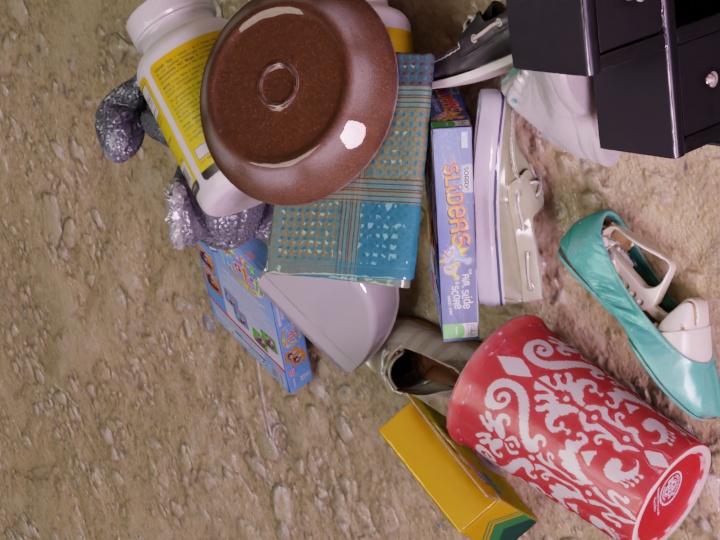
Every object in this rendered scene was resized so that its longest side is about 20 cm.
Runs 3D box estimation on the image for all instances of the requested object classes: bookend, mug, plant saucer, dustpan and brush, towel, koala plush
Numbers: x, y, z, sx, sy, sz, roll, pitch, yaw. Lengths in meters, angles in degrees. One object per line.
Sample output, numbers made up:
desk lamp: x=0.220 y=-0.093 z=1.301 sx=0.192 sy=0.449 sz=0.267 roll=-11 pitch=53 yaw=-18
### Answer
bookend: x=0.198 y=-0.162 z=1.218 sx=0.092 sy=0.199 sz=0.200 roll=14 pitch=118 yaw=49
mug: x=0.202 y=0.148 z=1.470 sx=0.200 sy=0.177 sz=0.134 roll=33 pitch=94 yaw=33
plant saucer: x=-0.063 y=-0.157 z=1.454 sx=0.200 sy=0.037 sz=0.201 roll=-3 pitch=83 yaw=27
dustpan and brush: x=0.000 y=0.000 z=1.635 sx=0.140 sy=0.057 sz=0.200 roll=44 pitch=140 yaw=-1
towel: x=-0.008 y=-0.090 z=1.454 sx=0.146 sy=0.022 sz=0.201 roll=7 pitch=90 yaw=29
koala plush: x=-0.150 y=-0.110 z=1.695 sx=0.184 sy=0.177 sz=0.201 roll=-39 pitch=56 yaw=47

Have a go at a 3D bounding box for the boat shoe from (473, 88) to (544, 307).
boat shoe: x=0.131 y=-0.064 z=1.482 sx=0.072 sy=0.062 sz=0.201 roll=-80 pitch=-12 yaw=-65

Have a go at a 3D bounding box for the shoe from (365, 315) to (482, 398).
shoe: x=0.057 y=0.088 z=1.656 sx=0.200 sy=0.053 sz=0.070 roll=8 pitch=114 yaw=51

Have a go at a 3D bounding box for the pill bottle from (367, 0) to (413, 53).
pill bottle: x=-0.004 y=-0.176 z=1.531 sx=0.111 sy=0.111 sz=0.201 roll=-14 pitch=80 yaw=54

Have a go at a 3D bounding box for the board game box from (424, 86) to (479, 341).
board game box: x=0.079 y=-0.056 z=1.503 sx=0.136 sy=0.034 sz=0.201 roll=-96 pitch=2 yaw=-65

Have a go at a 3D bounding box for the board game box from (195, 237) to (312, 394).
board game box: x=-0.120 y=0.022 z=1.817 sx=0.151 sy=0.037 sz=0.200 roll=42 pitch=156 yaw=34

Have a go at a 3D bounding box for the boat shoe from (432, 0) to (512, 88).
boat shoe: x=0.121 y=-0.197 z=1.408 sx=0.200 sy=0.074 sz=0.061 roll=-12 pitch=98 yaw=51

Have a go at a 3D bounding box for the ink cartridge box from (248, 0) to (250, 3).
ink cartridge box: x=-0.085 y=-0.262 z=1.606 sx=0.146 sy=0.048 sz=0.201 roll=-97 pitch=12 yaw=-57

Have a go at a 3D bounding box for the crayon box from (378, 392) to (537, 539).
crayon box: x=0.089 y=0.189 z=1.566 sx=0.127 sy=0.051 sz=0.200 roll=51 pitch=-176 yaw=24

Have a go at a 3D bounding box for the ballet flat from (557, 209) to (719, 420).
ballet flat: x=0.242 y=0.030 z=1.379 sx=0.200 sy=0.067 sz=0.070 roll=52 pitch=128 yaw=18

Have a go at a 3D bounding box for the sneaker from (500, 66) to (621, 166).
sneaker: x=0.147 y=-0.152 z=1.320 sx=0.088 sy=0.075 sz=0.200 roll=14 pitch=153 yaw=28

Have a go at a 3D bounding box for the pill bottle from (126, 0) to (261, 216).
pill bottle: x=-0.139 y=-0.161 z=1.573 sx=0.201 sy=0.112 sz=0.112 roll=62 pitch=144 yaw=12
